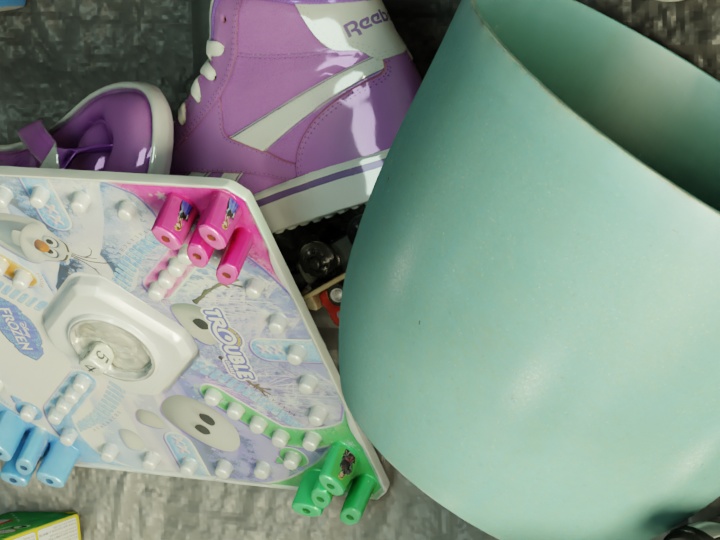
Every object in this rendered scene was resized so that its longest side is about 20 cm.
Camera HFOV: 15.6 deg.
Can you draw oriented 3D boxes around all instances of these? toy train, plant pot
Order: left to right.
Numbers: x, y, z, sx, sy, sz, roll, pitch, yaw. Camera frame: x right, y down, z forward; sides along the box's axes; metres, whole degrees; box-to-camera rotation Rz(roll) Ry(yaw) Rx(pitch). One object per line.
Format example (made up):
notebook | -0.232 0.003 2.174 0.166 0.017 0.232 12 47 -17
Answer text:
toy train | 0.000 0.000 1.143 0.200 0.034 0.046 -29 96 27
plant pot | 0.085 0.011 0.999 0.200 0.200 0.161 38 110 18

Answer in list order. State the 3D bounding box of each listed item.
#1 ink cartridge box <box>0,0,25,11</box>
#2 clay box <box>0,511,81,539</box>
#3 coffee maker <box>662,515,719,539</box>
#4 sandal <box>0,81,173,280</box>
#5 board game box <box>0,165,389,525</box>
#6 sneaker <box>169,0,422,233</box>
ink cartridge box | -0.242 -0.213 1.209 0.144 0.084 0.201 -1 97 27
clay box | -0.168 0.220 1.213 0.047 0.115 0.201 -2 96 28
coffee maker | 0.157 0.185 0.990 0.192 0.200 0.135 48 118 16
sandal | -0.146 -0.032 1.156 0.202 0.050 0.083 -19 69 55
board game box | -0.107 0.034 1.135 0.199 0.026 0.200 4 139 27
sneaker | -0.053 -0.068 1.125 0.200 0.073 0.115 -19 94 39
